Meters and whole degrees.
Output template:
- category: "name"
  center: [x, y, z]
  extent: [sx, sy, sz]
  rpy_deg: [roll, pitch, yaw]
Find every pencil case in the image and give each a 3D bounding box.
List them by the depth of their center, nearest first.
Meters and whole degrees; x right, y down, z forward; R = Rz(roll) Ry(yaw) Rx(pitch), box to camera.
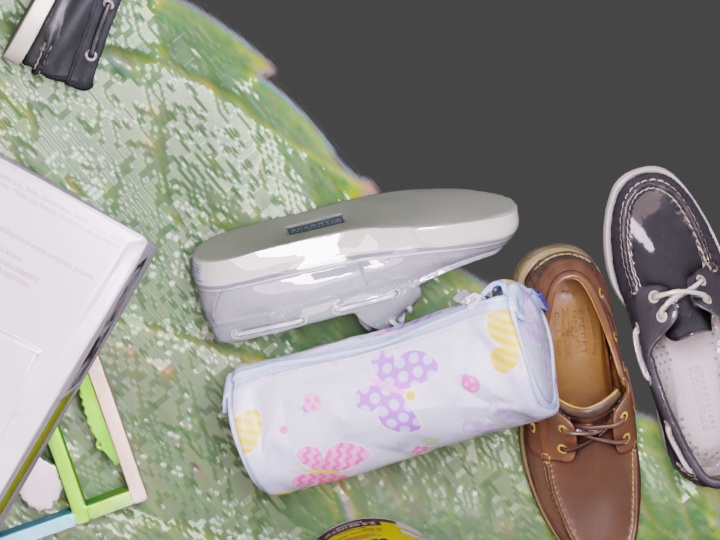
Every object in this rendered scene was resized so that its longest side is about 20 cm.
- category: "pencil case"
  center: [0.019, 0.070, 1.703]
  extent: [0.199, 0.084, 0.091]
  rpy_deg: [-19, 139, 18]

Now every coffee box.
- category: "coffee box"
  center: [-0.250, 0.023, 1.626]
  extent: [0.199, 0.198, 0.201]
  rpy_deg: [29, 89, -1]

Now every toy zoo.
- category: "toy zoo"
  center: [-0.243, 0.111, 1.744]
  extent: [0.199, 0.020, 0.132]
  rpy_deg: [-19, 99, -3]

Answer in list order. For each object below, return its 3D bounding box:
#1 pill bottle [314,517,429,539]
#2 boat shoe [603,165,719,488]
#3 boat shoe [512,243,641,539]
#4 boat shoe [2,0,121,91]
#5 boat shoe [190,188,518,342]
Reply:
- category: "pill bottle"
  center: [0.014, 0.218, 1.692]
  extent: [0.108, 0.200, 0.110]
  rpy_deg: [-1, 98, -6]
- category: "boat shoe"
  center: [0.197, 0.036, 1.755]
  extent: [0.073, 0.060, 0.201]
  rpy_deg: [-11, 99, -3]
- category: "boat shoe"
  center: [0.133, 0.086, 1.752]
  extent: [0.071, 0.068, 0.202]
  rpy_deg: [-10, 99, -4]
- category: "boat shoe"
  center: [-0.132, -0.193, 1.686]
  extent: [0.066, 0.075, 0.200]
  rpy_deg: [33, 94, -11]
- category: "boat shoe"
  center: [0.000, 0.000, 1.734]
  extent: [0.199, 0.070, 0.072]
  rpy_deg: [-11, 112, -2]
